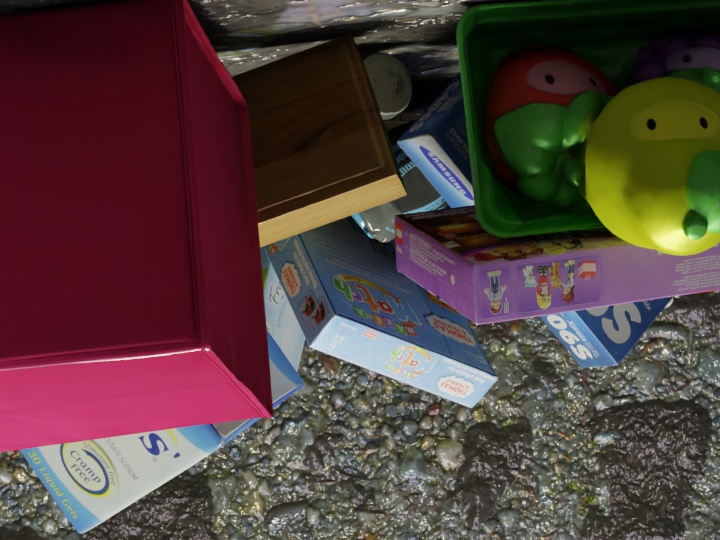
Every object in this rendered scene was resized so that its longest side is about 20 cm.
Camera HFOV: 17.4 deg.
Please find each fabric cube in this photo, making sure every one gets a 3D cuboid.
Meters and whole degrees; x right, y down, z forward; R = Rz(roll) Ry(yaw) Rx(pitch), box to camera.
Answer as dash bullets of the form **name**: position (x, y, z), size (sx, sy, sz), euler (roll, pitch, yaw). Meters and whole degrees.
- **fabric cube**: position (-0.166, -0.018, 1.273), size (0.199, 0.196, 0.200), euler (-6, 164, 6)

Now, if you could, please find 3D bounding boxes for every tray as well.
- **tray**: position (-0.083, -0.060, 1.397), size (0.200, 0.099, 0.037), euler (-19, 157, 4)

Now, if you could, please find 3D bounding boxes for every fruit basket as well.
- **fruit basket**: position (0.161, -0.083, 1.340), size (0.215, 0.156, 0.216), euler (-6, 179, 0)

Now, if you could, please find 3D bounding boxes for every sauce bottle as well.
- **sauce bottle**: position (-0.031, -0.097, 1.541), size (0.066, 0.066, 0.200), euler (-4, 173, -31)

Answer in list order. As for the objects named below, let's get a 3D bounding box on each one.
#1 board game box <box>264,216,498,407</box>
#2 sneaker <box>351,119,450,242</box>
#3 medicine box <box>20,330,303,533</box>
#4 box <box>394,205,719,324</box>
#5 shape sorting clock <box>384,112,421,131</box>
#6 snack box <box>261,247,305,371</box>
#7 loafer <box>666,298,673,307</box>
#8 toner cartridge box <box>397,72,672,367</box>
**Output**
- **board game box**: position (0.000, 0.000, 1.652), size (0.151, 0.200, 0.037), euler (22, 117, -36)
- **sneaker**: position (0.043, -0.060, 1.590), size (0.082, 0.073, 0.200), euler (-39, 175, 10)
- **medicine box**: position (-0.173, 0.063, 1.688), size (0.200, 0.182, 0.103), euler (-34, -179, 45)
- **box**: position (0.136, -0.014, 1.408), size (0.200, 0.039, 0.137), euler (-8, -164, -18)
- **shape sorting clock**: position (0.002, -0.104, 1.713), size (0.200, 0.039, 0.200), euler (5, 177, 0)
- **snack box**: position (-0.125, -0.005, 1.791), size (0.200, 0.169, 0.068), euler (3, 164, 37)
- **loafer**: position (0.186, -0.004, 1.628), size (0.200, 0.068, 0.076), euler (-12, -165, -14)
- **toner cartridge box**: position (0.122, -0.041, 1.508), size (0.095, 0.200, 0.043), euler (-49, -161, -25)
